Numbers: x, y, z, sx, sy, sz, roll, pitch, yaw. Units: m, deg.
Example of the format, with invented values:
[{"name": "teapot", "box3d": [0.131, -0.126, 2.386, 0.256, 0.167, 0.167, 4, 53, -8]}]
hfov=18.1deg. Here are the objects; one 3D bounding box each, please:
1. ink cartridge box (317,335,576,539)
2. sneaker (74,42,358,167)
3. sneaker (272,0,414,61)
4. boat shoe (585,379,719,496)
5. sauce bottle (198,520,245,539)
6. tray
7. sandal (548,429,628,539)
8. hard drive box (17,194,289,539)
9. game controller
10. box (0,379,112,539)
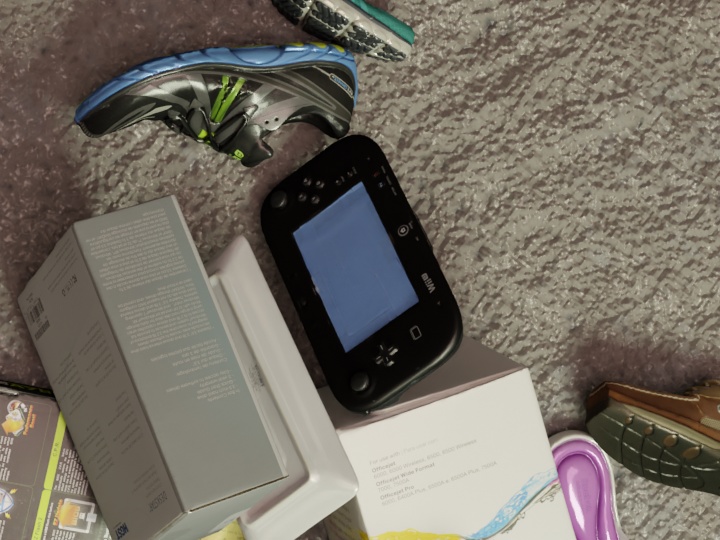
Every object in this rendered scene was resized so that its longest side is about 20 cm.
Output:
[{"name": "ink cartridge box", "box3d": [0.057, 0.168, 1.577, 0.144, 0.147, 0.200, -19, 101, -12]}, {"name": "sneaker", "box3d": [-0.095, -0.110, 1.546, 0.199, 0.071, 0.083, -6, 91, -17]}, {"name": "sneaker", "box3d": [-0.034, -0.220, 1.552, 0.200, 0.077, 0.080, 41, 76, -15]}, {"name": "boat shoe", "box3d": [0.258, 0.121, 1.671, 0.200, 0.076, 0.074, 23, 57, -19]}, {"name": "sauce bottle", "box3d": [-0.109, 0.190, 1.577, 0.066, 0.066, 0.200, 16, 90, -16]}, {"name": "tray", "box3d": [-0.080, 0.086, 1.516, 0.107, 0.022, 0.200, -38, 67, 30]}, {"name": "sandal", "box3d": [0.171, 0.219, 1.662, 0.082, 0.050, 0.203, -20, 99, -12]}, {"name": "hard drive box", "box3d": [-0.140, 0.075, 1.474, 0.077, 0.156, 0.200, -17, 79, -26]}, {"name": "game controller", "box3d": [0.000, 0.000, 1.525, 0.104, 0.200, 0.042, -41, 142, 22]}, {"name": "box", "box3d": [-0.240, 0.179, 1.552, 0.193, 0.048, 0.200, 12, 93, -14]}]
